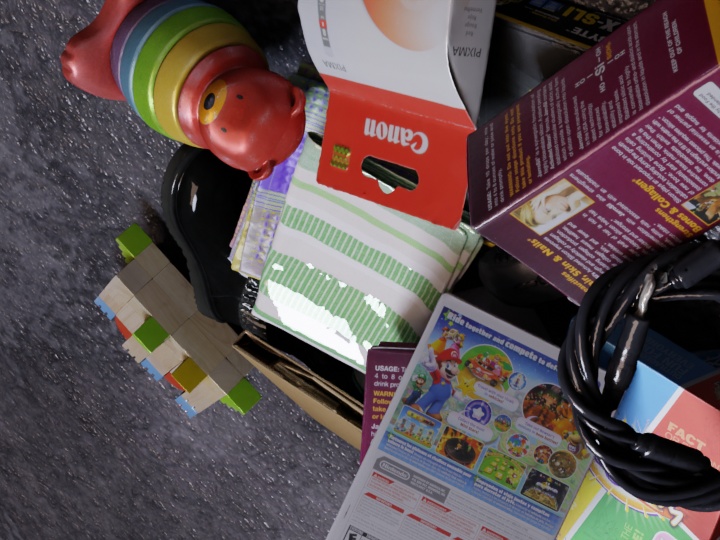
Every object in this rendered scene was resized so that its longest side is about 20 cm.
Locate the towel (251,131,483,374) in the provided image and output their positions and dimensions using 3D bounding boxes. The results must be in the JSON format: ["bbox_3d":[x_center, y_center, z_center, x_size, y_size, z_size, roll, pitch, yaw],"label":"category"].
[{"bbox_3d":[0.000,0.000,1.182,0.152,0.023,0.201,28,136,5],"label":"towel"}]

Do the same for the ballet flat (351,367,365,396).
[{"bbox_3d":[0.082,0.131,1.310,0.200,0.070,0.069,44,143,-6],"label":"ballet flat"}]

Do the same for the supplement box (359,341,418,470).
[{"bbox_3d":[0.051,0.157,1.126,0.102,0.131,0.202,3,89,5],"label":"supplement box"}]

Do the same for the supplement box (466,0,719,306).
[{"bbox_3d":[0.172,-0.077,0.928,0.110,0.086,0.199,32,130,-32],"label":"supplement box"}]

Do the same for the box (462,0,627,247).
[{"bbox_3d":[0.126,-0.094,1.064,0.159,0.049,0.201,26,139,26],"label":"box"}]

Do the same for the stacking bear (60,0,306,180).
[{"bbox_3d":[-0.117,-0.141,1.149,0.113,0.122,0.200,25,-169,-49],"label":"stacking bear"}]

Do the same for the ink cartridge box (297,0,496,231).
[{"bbox_3d":[0.014,-0.142,1.026,0.162,0.050,0.202,22,106,47],"label":"ink cartridge box"}]

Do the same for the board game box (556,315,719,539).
[{"bbox_3d":[0.200,0.141,1.101,0.153,0.040,0.201,32,131,27],"label":"board game box"}]

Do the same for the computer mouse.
[{"bbox_3d":[0.157,-0.001,1.057,0.199,0.034,0.059,-11,117,48],"label":"computer mouse"}]

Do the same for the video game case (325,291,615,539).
[{"bbox_3d":[0.078,0.136,1.050,0.142,0.201,0.018,26,-179,6],"label":"video game case"}]

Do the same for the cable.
[{"bbox_3d":[0.216,0.079,0.954,0.201,0.162,0.051,62,-179,-22],"label":"cable"}]

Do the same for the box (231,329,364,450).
[{"bbox_3d":[-0.013,0.130,1.335,0.163,0.021,0.200,30,170,30],"label":"box"}]

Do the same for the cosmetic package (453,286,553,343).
[{"bbox_3d":[0.134,0.107,1.240,0.082,0.051,0.201,-13,115,49],"label":"cosmetic package"}]

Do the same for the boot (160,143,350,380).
[{"bbox_3d":[-0.077,-0.012,1.301,0.157,0.079,0.212,24,146,32],"label":"boot"}]

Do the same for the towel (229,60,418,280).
[{"bbox_3d":[-0.017,-0.054,1.201,0.143,0.023,0.201,24,126,1],"label":"towel"}]

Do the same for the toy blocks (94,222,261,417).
[{"bbox_3d":[-0.184,0.062,1.473,0.200,0.100,0.137,48,154,-4],"label":"toy blocks"}]

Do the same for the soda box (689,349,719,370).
[{"bbox_3d":[0.235,0.105,1.134,0.199,0.064,0.068,-9,118,46],"label":"soda box"}]
